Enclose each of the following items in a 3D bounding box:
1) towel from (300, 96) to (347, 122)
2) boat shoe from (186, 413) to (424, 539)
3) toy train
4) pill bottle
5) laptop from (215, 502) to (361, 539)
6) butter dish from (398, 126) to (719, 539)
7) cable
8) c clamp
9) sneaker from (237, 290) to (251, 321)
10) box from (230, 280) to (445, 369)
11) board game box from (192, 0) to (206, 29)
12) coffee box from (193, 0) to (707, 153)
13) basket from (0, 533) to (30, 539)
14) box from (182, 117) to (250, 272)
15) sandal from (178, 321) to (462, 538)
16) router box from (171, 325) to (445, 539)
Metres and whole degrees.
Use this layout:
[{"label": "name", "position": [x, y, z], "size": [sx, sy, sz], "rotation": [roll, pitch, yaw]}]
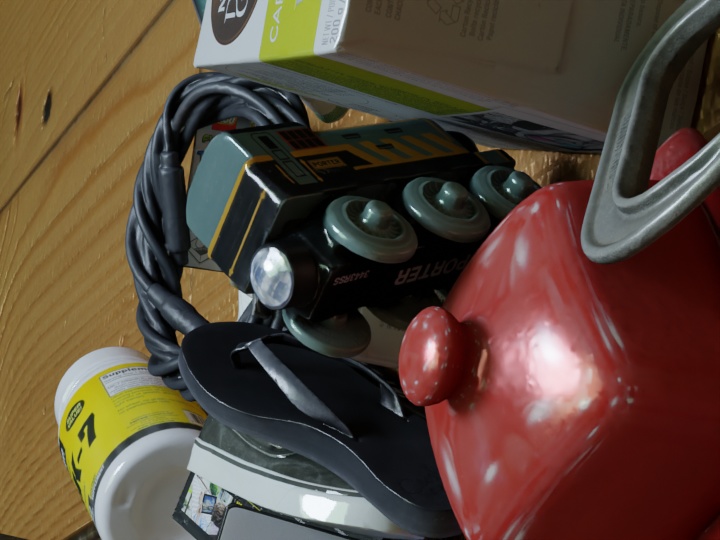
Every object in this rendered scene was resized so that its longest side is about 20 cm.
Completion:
[{"label": "towel", "position": [-0.018, -0.191, 1.036], "size": [0.200, 0.031, 0.150], "rotation": [50, -121, -68]}, {"label": "boat shoe", "position": [-0.032, 0.102, 0.935], "size": [0.199, 0.070, 0.064], "rotation": [11, 85, 52]}, {"label": "toy train", "position": [0.009, -0.028, 0.841], "size": [0.114, 0.199, 0.086], "rotation": [45, 127, 27]}, {"label": "pill bottle", "position": [-0.168, 0.138, 1.290], "size": [0.200, 0.114, 0.115], "rotation": [41, 116, 61]}, {"label": "laptop", "position": [-0.001, 0.243, 0.862], "size": [0.116, 0.199, 0.189], "rotation": [-161, 88, -88]}, {"label": "butter dish", "position": [0.086, 0.050, 0.768], "size": [0.200, 0.147, 0.201], "rotation": [-56, 34, 38]}, {"label": "cable", "position": [-0.085, -0.025, 1.018], "size": [0.163, 0.051, 0.201], "rotation": [-32, 61, 42]}, {"label": "c clamp", "position": [0.156, -0.094, 0.711], "size": [0.171, 0.027, 0.201], "rotation": [-34, 25, 47]}, {"label": "sneaker", "position": [-0.058, 0.002, 1.175], "size": [0.080, 0.076, 0.201], "rotation": [137, 140, -66]}, {"label": "box", "position": [0.000, 0.000, 1.028], "size": [0.200, 0.094, 0.078], "rotation": [27, 104, 65]}, {"label": "board game box", "position": [-0.067, -0.228, 0.980], "size": [0.200, 0.028, 0.136], "rotation": [75, -143, -56]}, {"label": "coffee box", "position": [0.052, -0.180, 0.871], "size": [0.198, 0.199, 0.201], "rotation": [10, 88, 64]}, {"label": "basket", "position": [-0.236, 0.274, 1.272], "size": [0.180, 0.199, 0.137], "rotation": [-51, 36, 42]}, {"label": "box", "position": [-0.097, -0.062, 1.164], "size": [0.200, 0.034, 0.111], "rotation": [-116, 35, -84]}, {"label": "sandal", "position": [-0.012, 0.069, 0.884], "size": [0.199, 0.076, 0.043], "rotation": [26, 127, 31]}, {"label": "router box", "position": [-0.025, 0.127, 1.016], "size": [0.200, 0.051, 0.150], "rotation": [29, 98, 52]}]
